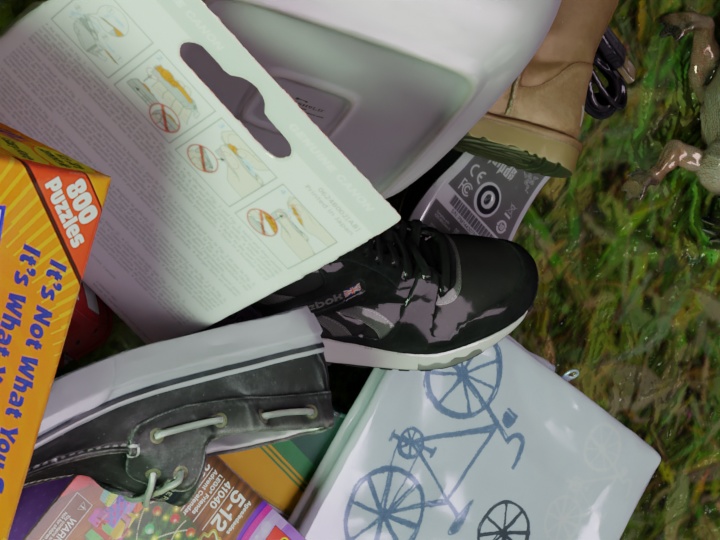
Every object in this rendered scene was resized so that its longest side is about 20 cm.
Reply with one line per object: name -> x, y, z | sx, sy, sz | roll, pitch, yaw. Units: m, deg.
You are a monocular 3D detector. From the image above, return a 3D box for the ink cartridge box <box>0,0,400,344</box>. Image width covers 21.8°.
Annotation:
ink cartridge box -> -0.084, -0.058, 0.809 | 0.160, 0.200, 0.047 | 47, 50, -14

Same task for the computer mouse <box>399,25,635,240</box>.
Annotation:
computer mouse -> 0.075, -0.072, 1.056 | 0.200, 0.044, 0.110 | -54, 127, -14

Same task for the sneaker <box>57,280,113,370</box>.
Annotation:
sneaker -> -0.167, 0.061, 0.876 | 0.115, 0.078, 0.200 | 7, 89, -41

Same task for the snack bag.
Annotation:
snack bag -> 0.066, 0.130, 1.033 | 0.200, 0.021, 0.189 | 36, 75, -26

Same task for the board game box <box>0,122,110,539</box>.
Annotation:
board game box -> -0.253, 0.016, 0.729 | 0.200, 0.200, 0.200 | 12, 99, -39

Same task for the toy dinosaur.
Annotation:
toy dinosaur -> 0.239, -0.087, 1.157 | 0.135, 0.086, 0.200 | 21, 76, -50

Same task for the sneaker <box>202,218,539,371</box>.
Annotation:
sneaker -> 0.000, 0.000, 0.946 | 0.200, 0.076, 0.088 | -5, 142, -13

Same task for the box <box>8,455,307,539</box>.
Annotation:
box -> -0.128, 0.171, 0.899 | 0.137, 0.039, 0.200 | 46, 72, -29

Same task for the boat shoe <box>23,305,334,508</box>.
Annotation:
boat shoe -> -0.090, 0.071, 0.839 | 0.200, 0.072, 0.071 | -18, 83, -33

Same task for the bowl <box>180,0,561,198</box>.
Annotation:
bowl -> -0.024, -0.102, 0.847 | 0.200, 0.200, 0.075 | 16, 59, -19

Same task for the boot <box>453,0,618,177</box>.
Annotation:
boot -> 0.063, -0.166, 0.999 | 0.175, 0.066, 0.200 | 17, 82, -17

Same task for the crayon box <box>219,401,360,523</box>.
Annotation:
crayon box -> -0.087, 0.156, 0.998 | 0.119, 0.058, 0.200 | 14, 96, -40
